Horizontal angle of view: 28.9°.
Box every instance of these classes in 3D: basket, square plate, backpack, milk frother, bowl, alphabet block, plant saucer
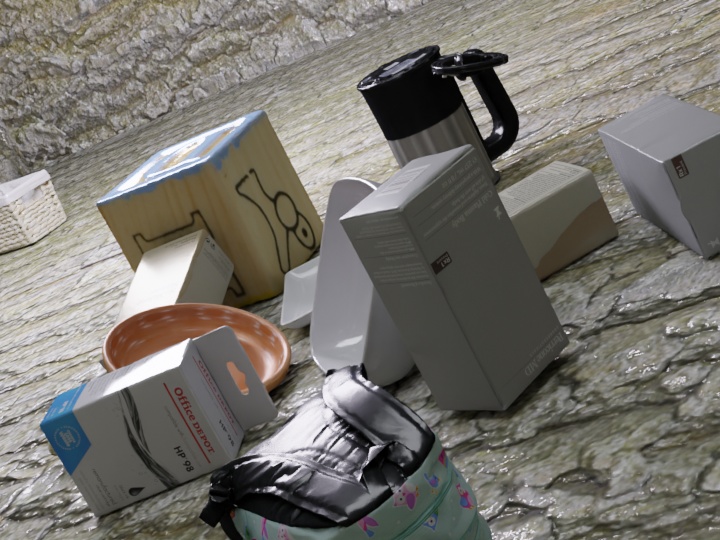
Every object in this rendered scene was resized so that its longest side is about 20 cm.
[{"bbox_3d":[-0.751,-0.120,3.024,0.200,0.123,0.136,-12,22,40],"label":"basket"},{"bbox_3d":[0.000,0.000,1.660,0.198,0.028,0.200,-25,17,6],"label":"square plate"},{"bbox_3d":[0.000,0.163,1.002,0.167,0.127,0.200,-47,23,-20],"label":"backpack"},{"bbox_3d":[0.118,-0.181,1.739,0.180,0.188,0.200,-28,17,2],"label":"milk frother"},{"bbox_3d":[0.015,0.011,1.371,0.075,0.200,0.200,4,7,-17],"label":"bowl"},{"bbox_3d":[-0.192,-0.068,1.862,0.196,0.200,0.195,-17,18,29],"label":"alphabet block"},{"bbox_3d":[-0.174,0.097,1.491,0.200,0.037,0.200,4,28,-2],"label":"plant saucer"}]

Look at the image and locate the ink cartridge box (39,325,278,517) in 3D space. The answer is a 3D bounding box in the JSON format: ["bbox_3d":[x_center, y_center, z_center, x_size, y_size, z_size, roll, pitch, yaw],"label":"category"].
[{"bbox_3d":[-0.195,0.147,1.367,0.200,0.116,0.067,-24,17,14],"label":"ink cartridge box"}]

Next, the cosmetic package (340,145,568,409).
[{"bbox_3d":[0.082,0.010,1.179,0.090,0.200,0.107,-10,26,51],"label":"cosmetic package"}]

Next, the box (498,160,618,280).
[{"bbox_3d":[0.148,-0.028,1.422,0.200,0.078,0.095,-30,17,-7],"label":"box"}]

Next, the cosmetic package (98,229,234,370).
[{"bbox_3d":[-0.233,0.051,1.702,0.103,0.073,0.200,-21,33,26],"label":"cosmetic package"}]

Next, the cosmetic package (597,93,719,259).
[{"bbox_3d":[0.308,-0.094,1.329,0.090,0.107,0.200,-29,18,-2],"label":"cosmetic package"}]

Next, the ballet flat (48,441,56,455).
[{"bbox_3d":[-0.263,0.149,1.568,0.200,0.057,0.066,-28,16,-2],"label":"ballet flat"}]
